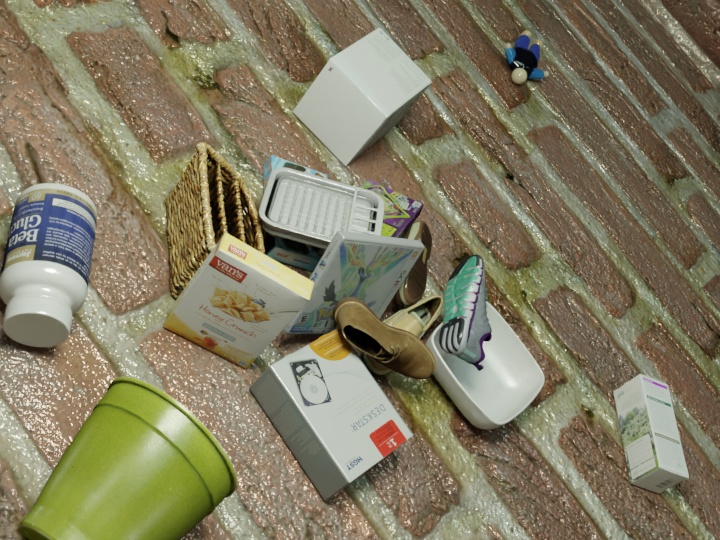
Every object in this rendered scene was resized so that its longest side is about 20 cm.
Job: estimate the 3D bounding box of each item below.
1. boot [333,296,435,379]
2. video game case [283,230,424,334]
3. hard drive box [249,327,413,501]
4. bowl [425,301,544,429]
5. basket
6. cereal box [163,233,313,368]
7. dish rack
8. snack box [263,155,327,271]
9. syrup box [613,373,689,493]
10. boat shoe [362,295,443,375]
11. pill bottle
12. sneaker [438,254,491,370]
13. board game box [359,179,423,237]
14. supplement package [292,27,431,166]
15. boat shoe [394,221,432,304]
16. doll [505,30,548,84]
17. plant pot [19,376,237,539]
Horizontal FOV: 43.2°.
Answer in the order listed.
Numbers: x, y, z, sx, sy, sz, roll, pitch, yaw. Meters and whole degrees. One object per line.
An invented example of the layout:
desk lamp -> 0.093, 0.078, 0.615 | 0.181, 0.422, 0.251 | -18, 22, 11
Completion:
boot -> 0.040, 0.124, 1.403 | 0.199, 0.074, 0.076 | 35, 19, -24
video game case -> -0.008, 0.024, 1.414 | 0.199, 0.183, 0.022 | 4, 34, -49
hard drive box -> -0.042, 0.209, 1.344 | 0.155, 0.077, 0.201 | -27, 77, -46
bowl -> 0.203, 0.170, 1.566 | 0.200, 0.075, 0.199 | 52, 42, 8
basket -> -0.203, -0.064, 1.378 | 0.141, 0.149, 0.202 | 11, 51, -31
cereal box -> -0.173, 0.048, 1.274 | 0.143, 0.200, 0.040 | 29, 44, -15
dish rack -> -0.064, -0.089, 1.484 | 0.198, 0.044, 0.173 | 16, 38, -6
snack box -> -0.107, -0.096, 1.558 | 0.115, 0.037, 0.202 | 17, 49, -30
syrup box -> 0.548, 0.307, 1.723 | 0.081, 0.079, 0.202 | 21, 47, -23
boat shoe -> 0.075, 0.097, 1.520 | 0.072, 0.076, 0.200 | 46, 45, -2
pill bottle -> -0.412, -0.006, 1.196 | 0.110, 0.111, 0.202 | 17, 49, -27
sneaker -> 0.188, 0.071, 1.539 | 0.087, 0.074, 0.202 | 38, 51, -27
board game box -> 0.028, -0.098, 1.612 | 0.119, 0.033, 0.200 | 29, 31, 8
supplement package -> 0.005, -0.335, 1.747 | 0.152, 0.151, 0.200 | 45, 42, 0
boat shoe -> 0.076, -0.006, 1.611 | 0.075, 0.074, 0.203 | 65, 27, -28
doll -> 0.420, -0.531, 2.298 | 0.136, 0.048, 0.201 | 36, 43, -8
plant pot -> -0.278, 0.265, 1.050 | 0.200, 0.200, 0.193 | 42, 54, -3
